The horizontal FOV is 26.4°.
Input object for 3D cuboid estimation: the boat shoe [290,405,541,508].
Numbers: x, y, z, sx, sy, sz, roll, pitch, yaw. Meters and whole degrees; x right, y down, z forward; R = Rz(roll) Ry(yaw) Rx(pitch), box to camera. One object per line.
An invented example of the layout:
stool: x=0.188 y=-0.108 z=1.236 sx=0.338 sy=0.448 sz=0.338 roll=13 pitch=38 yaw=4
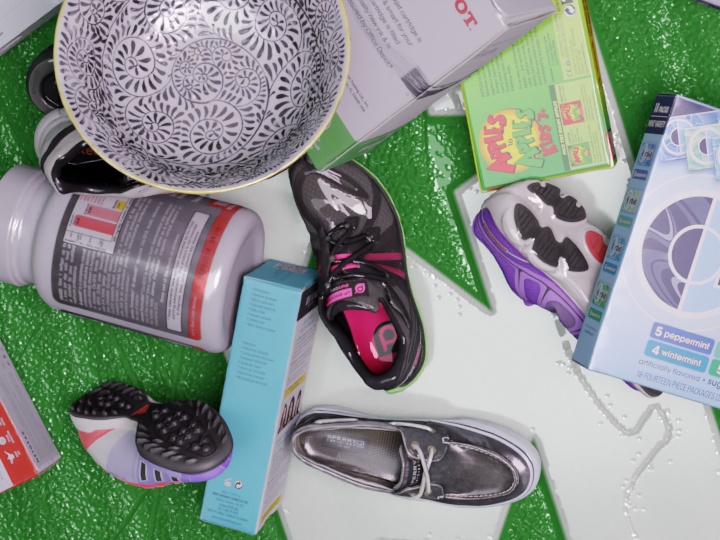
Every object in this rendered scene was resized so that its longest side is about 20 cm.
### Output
boat shoe: x=0.039 y=0.152 z=1.199 sx=0.199 sy=0.071 sz=0.072 roll=6 pitch=101 yaw=11

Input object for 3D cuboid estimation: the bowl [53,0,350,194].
bowl: x=-0.106 y=-0.139 z=1.069 sx=0.200 sy=0.094 sz=0.202 roll=0 pitch=78 yaw=-1

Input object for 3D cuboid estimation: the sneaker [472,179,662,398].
sneaker: x=0.165 y=0.013 z=1.156 sx=0.200 sy=0.083 sz=0.081 roll=48 pitch=62 yaw=-10

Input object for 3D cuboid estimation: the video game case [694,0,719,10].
video game case: x=0.228 y=-0.270 z=1.082 sx=0.199 sy=0.019 sz=0.144 roll=19 pitch=96 yaw=-2

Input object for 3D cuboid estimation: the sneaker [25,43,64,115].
sneaker: x=-0.155 y=-0.142 z=1.192 sx=0.199 sy=0.079 sz=0.076 roll=15 pitch=113 yaw=-13

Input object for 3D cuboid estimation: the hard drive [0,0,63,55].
hard drive: x=-0.335 y=-0.266 z=1.235 sx=0.132 sy=0.026 sz=0.200 roll=-32 pitch=92 yaw=16

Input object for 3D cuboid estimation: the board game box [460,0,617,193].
board game box: x=0.121 y=-0.167 z=1.137 sx=0.101 sy=0.048 sz=0.201 roll=-10 pitch=97 yaw=15

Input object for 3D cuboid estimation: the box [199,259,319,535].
box: x=-0.076 y=0.098 z=1.210 sx=0.049 sy=0.082 sz=0.201 roll=13 pitch=102 yaw=10

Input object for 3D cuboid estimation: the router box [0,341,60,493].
router box: x=-0.377 y=0.113 z=1.298 sx=0.179 sy=0.049 sz=0.201 roll=-27 pitch=93 yaw=16

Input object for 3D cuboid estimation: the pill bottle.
pill bottle: x=-0.184 y=-0.014 z=1.197 sx=0.199 sy=0.116 sz=0.116 roll=15 pitch=103 yaw=9

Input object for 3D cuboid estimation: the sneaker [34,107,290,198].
sneaker: x=-0.141 y=-0.081 z=1.138 sx=0.199 sy=0.080 sz=0.074 roll=-5 pitch=116 yaw=-7

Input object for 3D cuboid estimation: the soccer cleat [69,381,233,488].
soccer cleat: x=-0.157 y=0.141 z=1.207 sx=0.200 sy=0.068 sz=0.073 roll=10 pitch=124 yaw=50

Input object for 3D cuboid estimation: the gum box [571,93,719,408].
gum box: x=0.262 y=-0.004 z=1.093 sx=0.169 sy=0.045 sz=0.201 roll=17 pitch=93 yaw=-10

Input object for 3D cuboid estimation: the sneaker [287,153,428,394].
sneaker: x=0.000 y=0.000 z=1.175 sx=0.076 sy=0.084 sz=0.201 roll=-22 pitch=94 yaw=15

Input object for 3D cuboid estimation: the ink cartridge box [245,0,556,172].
ink cartridge box: x=0.018 y=-0.187 z=1.100 sx=0.200 sy=0.084 sz=0.146 roll=-33 pitch=86 yaw=37
